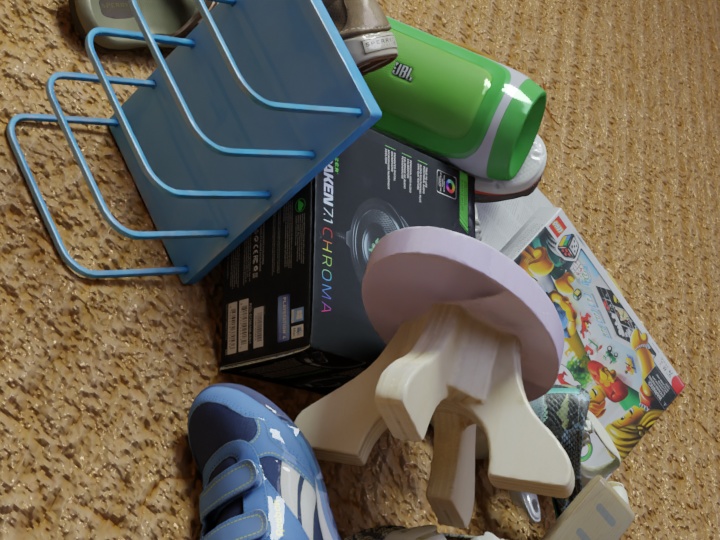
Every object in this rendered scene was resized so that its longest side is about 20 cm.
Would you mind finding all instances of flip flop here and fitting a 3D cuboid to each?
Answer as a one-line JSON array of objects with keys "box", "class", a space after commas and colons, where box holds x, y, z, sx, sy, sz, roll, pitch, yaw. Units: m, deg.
[{"box": [-0.148, -0.217, 1.125, 0.199, 0.057, 0.082, -22, 93, -57], "class": "flip flop"}]

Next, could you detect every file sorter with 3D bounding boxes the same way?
[{"box": [-0.115, -0.101, 0.927, 0.122, 0.199, 0.140, -4, 61, -54], "class": "file sorter"}]

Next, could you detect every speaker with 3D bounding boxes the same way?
[{"box": [0.040, -0.142, 1.107, 0.198, 0.089, 0.088, 25, 25, 15], "class": "speaker"}]

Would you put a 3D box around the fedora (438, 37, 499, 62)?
[{"box": [0.063, -0.163, 1.286, 0.197, 0.083, 0.201, 10, 18, -3], "class": "fedora"}]

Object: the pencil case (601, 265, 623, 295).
[{"box": [0.187, 0.051, 1.300, 0.083, 0.092, 0.200, 31, 19, 13], "class": "pencil case"}]

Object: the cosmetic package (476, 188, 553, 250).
[{"box": [0.107, -0.061, 1.365, 0.151, 0.051, 0.200, 48, 29, -11], "class": "cosmetic package"}]

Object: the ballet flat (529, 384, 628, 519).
[{"box": [0.175, 0.170, 1.114, 0.075, 0.073, 0.202, -84, 157, -52], "class": "ballet flat"}]

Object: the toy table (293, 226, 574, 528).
[{"box": [0.056, 0.074, 0.899, 0.200, 0.182, 0.118, 50, 50, -46], "class": "toy table"}]

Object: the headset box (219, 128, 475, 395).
[{"box": [0.000, 0.000, 1.042, 0.199, 0.092, 0.177, 20, 64, -46], "class": "headset box"}]

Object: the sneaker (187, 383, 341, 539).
[{"box": [-0.062, 0.157, 0.854, 0.082, 0.074, 0.202, 0, 55, -49], "class": "sneaker"}]

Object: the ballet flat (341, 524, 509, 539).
[{"box": [0.051, 0.199, 0.970, 0.199, 0.075, 0.069, 11, 54, -51], "class": "ballet flat"}]

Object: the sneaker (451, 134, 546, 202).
[{"box": [0.056, -0.084, 1.177, 0.082, 0.197, 0.078, 58, 45, -69], "class": "sneaker"}]

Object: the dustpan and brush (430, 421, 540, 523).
[{"box": [0.099, 0.122, 1.142, 0.139, 0.057, 0.202, 28, 38, -39], "class": "dustpan and brush"}]

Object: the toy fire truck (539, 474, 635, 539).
[{"box": [0.104, 0.240, 0.874, 0.175, 0.199, 0.130, 38, 32, -25], "class": "toy fire truck"}]

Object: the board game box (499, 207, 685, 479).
[{"box": [0.170, 0.066, 1.172, 0.126, 0.034, 0.201, -45, 110, -18], "class": "board game box"}]

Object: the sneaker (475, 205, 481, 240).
[{"box": [0.077, -0.021, 1.207, 0.201, 0.080, 0.071, 54, -16, 15], "class": "sneaker"}]

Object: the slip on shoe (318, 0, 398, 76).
[{"box": [-0.056, -0.143, 1.003, 0.075, 0.199, 0.061, -19, 89, -42], "class": "slip on shoe"}]
